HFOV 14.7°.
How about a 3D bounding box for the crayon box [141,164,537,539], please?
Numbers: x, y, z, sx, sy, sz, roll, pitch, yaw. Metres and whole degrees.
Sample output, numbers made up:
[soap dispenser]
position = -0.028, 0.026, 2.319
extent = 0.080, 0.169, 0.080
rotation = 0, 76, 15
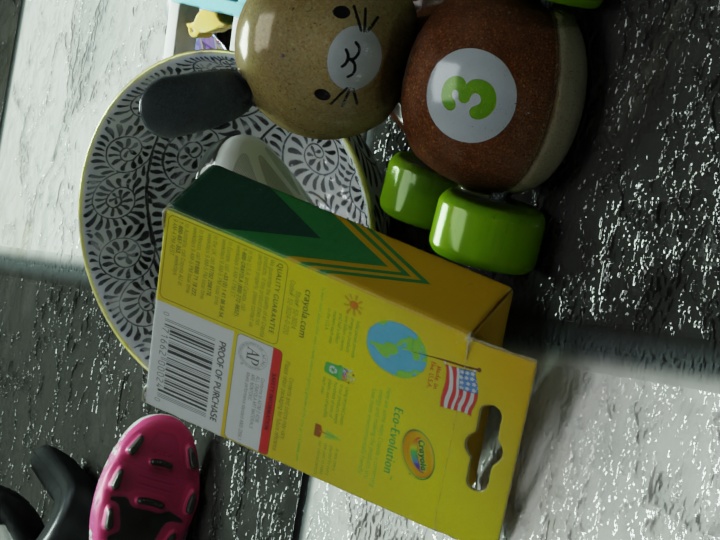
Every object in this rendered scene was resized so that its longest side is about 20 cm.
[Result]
[crayon box]
position = -0.004, 0.044, 1.357
extent = 0.051, 0.200, 0.127
rotation = -46, -26, -48

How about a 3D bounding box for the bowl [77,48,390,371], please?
[bowl]
position = -0.052, -0.029, 1.570
extent = 0.200, 0.094, 0.201
rotation = 7, 104, 32

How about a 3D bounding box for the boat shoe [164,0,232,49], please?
[boat shoe]
position = -0.062, -0.195, 1.767
extent = 0.200, 0.072, 0.066
rotation = -48, 60, 41

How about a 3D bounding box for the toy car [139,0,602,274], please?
[toy car]
position = -0.002, -0.105, 1.359
extent = 0.158, 0.200, 0.165
rotation = -139, 61, -67

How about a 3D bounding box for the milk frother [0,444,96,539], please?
[milk frother]
position = -0.299, 0.204, 2.029
extent = 0.188, 0.200, 0.181
rotation = -137, 63, -66

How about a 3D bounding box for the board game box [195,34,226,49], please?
[board game box]
position = -0.116, -0.057, 1.805
extent = 0.200, 0.039, 0.158
rotation = -41, 63, 61

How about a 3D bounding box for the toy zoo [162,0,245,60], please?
[toy zoo]
position = -0.063, -0.161, 1.704
extent = 0.131, 0.020, 0.200
rotation = 17, 105, 37

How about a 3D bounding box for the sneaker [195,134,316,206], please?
[sneaker]
position = 0.000, 0.000, 1.429
extent = 0.115, 0.076, 0.201
rotation = -37, 80, 43

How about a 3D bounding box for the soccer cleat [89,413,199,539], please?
[soccer cleat]
position = -0.154, 0.191, 1.823
extent = 0.086, 0.070, 0.200
rotation = -179, 99, -70
